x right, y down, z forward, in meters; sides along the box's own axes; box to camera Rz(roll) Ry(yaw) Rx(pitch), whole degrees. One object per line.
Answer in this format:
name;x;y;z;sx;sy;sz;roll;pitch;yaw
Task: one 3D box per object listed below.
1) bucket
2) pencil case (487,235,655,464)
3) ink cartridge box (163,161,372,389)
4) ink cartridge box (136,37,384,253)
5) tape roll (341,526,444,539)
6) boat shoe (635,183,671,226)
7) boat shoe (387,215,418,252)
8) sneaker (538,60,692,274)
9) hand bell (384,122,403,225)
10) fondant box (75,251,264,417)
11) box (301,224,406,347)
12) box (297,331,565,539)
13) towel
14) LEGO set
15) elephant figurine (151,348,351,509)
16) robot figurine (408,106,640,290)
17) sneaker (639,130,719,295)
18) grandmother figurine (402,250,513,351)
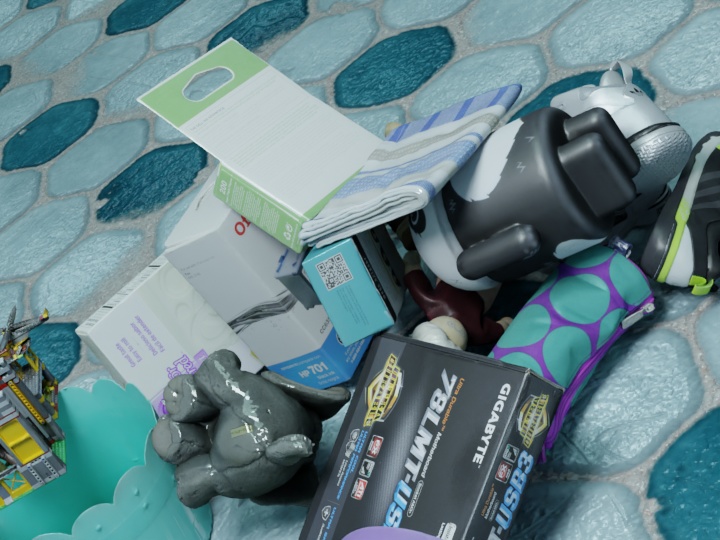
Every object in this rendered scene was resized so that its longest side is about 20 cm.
bucket;-0.239;0.212;1.397;0.206;0.135;0.208;-21;34;15
pencil case;0.167;0.067;1.300;0.092;0.085;0.200;21;58;33
ink cartridge box;-0.070;-0.005;1.481;0.085;0.200;0.147;-18;32;42
ink cartridge box;-0.087;-0.117;1.417;0.199;0.048;0.145;34;45;16
tape roll;0.049;0.264;1.018;0.199;0.201;0.085;0;43;40
boat shoe;0.199;-0.080;1.491;0.198;0.068;0.074;4;46;43
boat shoe;0.056;-0.060;1.495;0.072;0.072;0.200;-45;-9;11
sneaker;0.207;-0.091;1.404;0.200;0.075;0.116;-52;53;39
hand bell;0.012;-0.042;1.607;0.201;0.104;0.104;-54;36;-11
fondant box;-0.157;0.050;1.534;0.200;0.145;0.058;-42;16;-17
box;0.000;0.000;1.379;0.049;0.083;0.200;-26;7;10
box;0.048;0.159;1.217;0.198;0.049;0.202;11;77;57
towel;0.043;-0.092;1.324;0.146;0.024;0.200;-19;21;41
LEGO set;-0.339;0.123;1.362;0.153;0.116;0.201;-24;32;13
elephant figurine;-0.073;0.139;1.360;0.141;0.199;0.156;-42;62;21
robot figurine;0.134;-0.062;1.318;0.199;0.126;0.150;-25;-13;30
sneaker;0.309;-0.043;1.372;0.082;0.072;0.200;24;48;12
grandmother figurine;0.088;0.023;1.397;0.061;0.120;0.201;-63;1;40
